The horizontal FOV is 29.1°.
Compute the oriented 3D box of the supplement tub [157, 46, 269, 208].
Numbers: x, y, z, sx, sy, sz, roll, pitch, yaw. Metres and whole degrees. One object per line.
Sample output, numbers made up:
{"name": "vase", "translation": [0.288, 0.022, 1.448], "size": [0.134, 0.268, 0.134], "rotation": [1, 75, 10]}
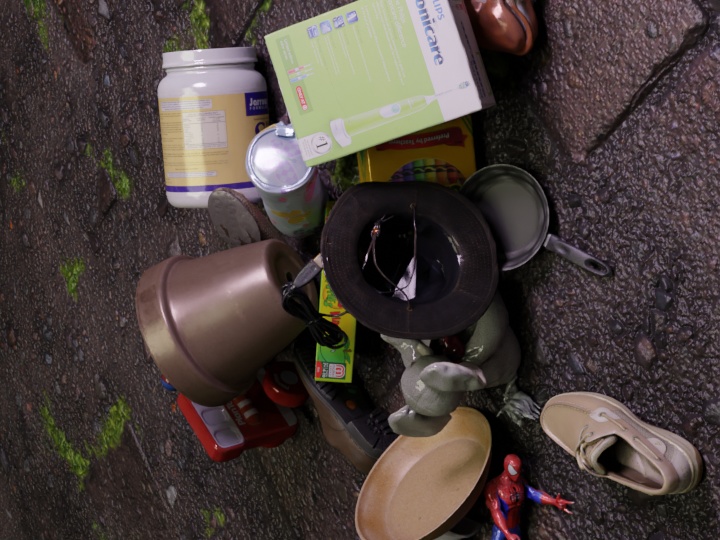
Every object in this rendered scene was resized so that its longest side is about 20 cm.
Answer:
{"name": "supplement tub", "translation": [-0.191, -0.188, 1.826], "size": [0.145, 0.145, 0.201], "rotation": [6, 103, 49]}

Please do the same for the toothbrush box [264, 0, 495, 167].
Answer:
{"name": "toothbrush box", "translation": [0.021, -0.208, 1.449], "size": [0.199, 0.086, 0.146], "rotation": [-18, 94, 19]}

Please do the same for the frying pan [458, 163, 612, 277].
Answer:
{"name": "frying pan", "translation": [0.186, -0.055, 1.490], "size": [0.189, 0.031, 0.116], "rotation": [4, 92, 29]}

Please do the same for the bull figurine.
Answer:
{"name": "bull figurine", "translation": [0.110, -0.287, 1.497], "size": [0.199, 0.065, 0.122], "rotation": [16, 121, 41]}

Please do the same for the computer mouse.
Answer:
{"name": "computer mouse", "translation": [0.000, 0.000, 1.610], "size": [0.200, 0.140, 0.046], "rotation": [-36, 46, 15]}

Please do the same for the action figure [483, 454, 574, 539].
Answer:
{"name": "action figure", "translation": [0.179, 0.308, 1.556], "size": [0.099, 0.065, 0.201], "rotation": [22, 116, 53]}

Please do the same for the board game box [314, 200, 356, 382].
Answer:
{"name": "board game box", "translation": [-0.026, 0.025, 1.712], "size": [0.102, 0.047, 0.201], "rotation": [-93, 7, -72]}

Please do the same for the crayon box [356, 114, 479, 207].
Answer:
{"name": "crayon box", "translation": [0.062, -0.132, 1.547], "size": [0.051, 0.126, 0.201], "rotation": [-162, 64, -76]}

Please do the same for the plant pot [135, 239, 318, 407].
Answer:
{"name": "plant pot", "translation": [-0.153, 0.046, 1.732], "size": [0.174, 0.200, 0.201], "rotation": [-29, 75, 24]}

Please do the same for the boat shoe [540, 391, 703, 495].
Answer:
{"name": "boat shoe", "translation": [0.255, 0.179, 1.434], "size": [0.200, 0.065, 0.073], "rotation": [24, 116, 45]}

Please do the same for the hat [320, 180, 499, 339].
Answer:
{"name": "hat", "translation": [0.045, -0.001, 1.493], "size": [0.201, 0.200, 0.081], "rotation": [66, 156, 16]}

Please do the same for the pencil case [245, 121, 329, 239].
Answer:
{"name": "pencil case", "translation": [-0.086, -0.107, 1.691], "size": [0.200, 0.083, 0.091], "rotation": [74, -171, -73]}

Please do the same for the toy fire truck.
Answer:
{"name": "toy fire truck", "translation": [-0.174, 0.157, 1.864], "size": [0.200, 0.167, 0.112], "rotation": [53, 134, 28]}

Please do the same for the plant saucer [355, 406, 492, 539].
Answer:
{"name": "plant saucer", "translation": [0.081, 0.246, 1.603], "size": [0.035, 0.201, 0.200], "rotation": [45, 148, -24]}

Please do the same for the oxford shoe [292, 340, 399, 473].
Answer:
{"name": "oxford shoe", "translation": [-0.034, 0.177, 1.778], "size": [0.200, 0.072, 0.085], "rotation": [55, 137, 27]}

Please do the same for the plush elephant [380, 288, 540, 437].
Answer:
{"name": "plush elephant", "translation": [0.092, 0.101, 1.541], "size": [0.201, 0.154, 0.165], "rotation": [59, 137, 23]}

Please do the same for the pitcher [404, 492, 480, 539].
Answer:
{"name": "pitcher", "translation": [0.055, 0.355, 1.692], "size": [0.172, 0.121, 0.201], "rotation": [51, 125, 58]}

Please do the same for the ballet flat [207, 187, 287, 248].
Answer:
{"name": "ballet flat", "translation": [-0.123, -0.036, 1.789], "size": [0.067, 0.046, 0.200], "rotation": [-21, 120, 39]}
